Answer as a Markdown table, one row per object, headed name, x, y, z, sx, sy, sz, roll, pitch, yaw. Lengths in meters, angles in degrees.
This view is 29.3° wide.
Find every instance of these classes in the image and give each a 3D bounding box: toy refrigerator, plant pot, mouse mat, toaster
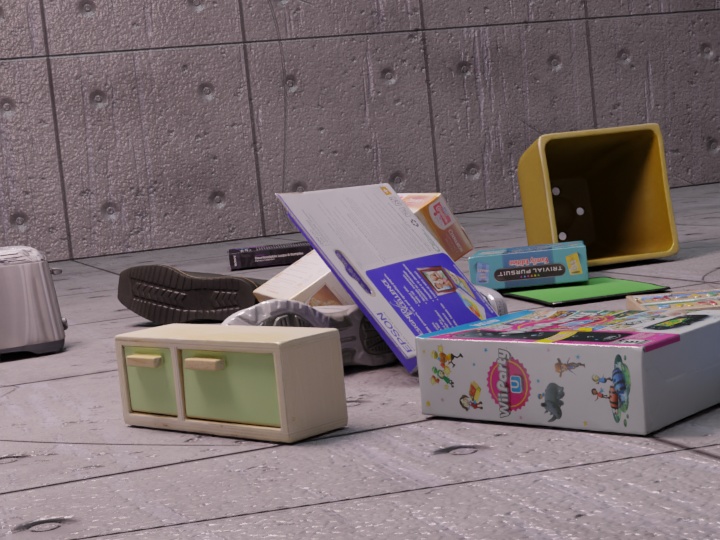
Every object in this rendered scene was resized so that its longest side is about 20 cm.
| name | x | y | z | sx | sy | sz | roll | pitch | yaw |
| --- | --- | --- | --- | --- | --- | --- | --- | --- | --- |
| toy refrigerator | -0.107 | 0.085 | 1.076 | 0.200 | 0.076 | 0.070 | 0 | 8 | 44 |
| plant pot | 0.332 | -0.099 | 2.062 | 0.194 | 0.196 | 0.200 | -7 | -3 | -15 |
| mouse mat | 0.273 | 0.025 | 1.717 | 0.161 | 0.008 | 0.200 | -7 | 4 | -14 |
| toaster | -0.453 | 0.041 | 1.642 | 0.200 | 0.130 | 0.114 | -8 | 5 | -21 |

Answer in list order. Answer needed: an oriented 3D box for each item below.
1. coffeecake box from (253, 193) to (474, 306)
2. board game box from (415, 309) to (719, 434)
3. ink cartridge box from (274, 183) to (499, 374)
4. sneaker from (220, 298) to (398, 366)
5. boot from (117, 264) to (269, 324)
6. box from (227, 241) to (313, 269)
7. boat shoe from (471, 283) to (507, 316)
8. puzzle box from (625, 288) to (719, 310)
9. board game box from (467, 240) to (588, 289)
| name | x | y | z | sx | sy | sz | roll | pitch | yaw |
| --- | --- | --- | --- | --- | --- | --- | --- | --- | --- |
| coffeecake box | 0.000 | 0.000 | 1.469 | 0.200 | 0.073 | 0.153 | -35 | 12 | -12 |
| board game box | 0.163 | 0.070 | 1.024 | 0.200 | 0.064 | 0.147 | -2 | 6 | 43 |
| ink cartridge box | 0.022 | 0.004 | 1.289 | 0.043 | 0.198 | 0.200 | -47 | -19 | 27 |
| sneaker | -0.056 | 0.068 | 1.301 | 0.200 | 0.078 | 0.099 | 2 | -7 | -36 |
| boot | -0.211 | 0.033 | 1.855 | 0.200 | 0.078 | 0.138 | 10 | 5 | 17 |
| box | -0.157 | -0.031 | 2.657 | 0.199 | 0.036 | 0.143 | -5 | 4 | -5 |
| boat shoe | 0.075 | 0.032 | 1.462 | 0.067 | 0.074 | 0.200 | -3 | 4 | -29 |
| puzzle box | 0.372 | 0.036 | 1.372 | 0.199 | 0.025 | 0.133 | -5 | 6 | 3 |
| board game box | 0.227 | -0.007 | 1.845 | 0.151 | 0.047 | 0.200 | -6 | 3 | 9 |
